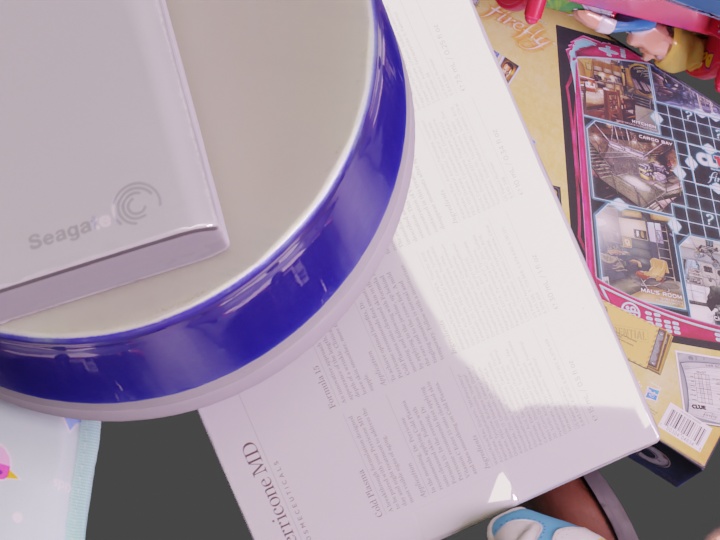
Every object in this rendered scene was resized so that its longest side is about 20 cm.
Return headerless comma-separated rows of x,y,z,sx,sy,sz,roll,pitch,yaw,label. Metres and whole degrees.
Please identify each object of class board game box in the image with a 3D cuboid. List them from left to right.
0.074,-0.027,1.109,0.199,0.035,0.136,32,69,-2,board game box
0.103,-0.097,1.078,0.199,0.158,0.039,22,104,21,board game box

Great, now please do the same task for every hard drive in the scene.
-0.129,-0.080,0.930,0.131,0.026,0.201,-17,66,2,hard drive

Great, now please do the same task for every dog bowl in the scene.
-0.085,-0.055,0.970,0.199,0.079,0.201,-3,68,9,dog bowl

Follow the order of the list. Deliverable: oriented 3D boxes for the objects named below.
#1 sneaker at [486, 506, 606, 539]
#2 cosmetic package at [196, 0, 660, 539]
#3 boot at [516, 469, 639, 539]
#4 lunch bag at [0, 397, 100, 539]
0.032,0.179,1.005,0.081,0.077,0.200,32,82,21,sneaker
0.000,0.000,1.042,0.150,0.052,0.201,-23,90,-3,cosmetic package
0.016,0.168,1.069,0.199,0.068,0.189,-11,84,-8,boot
-0.179,0.100,1.005,0.169,0.122,0.201,7,78,-9,lunch bag
